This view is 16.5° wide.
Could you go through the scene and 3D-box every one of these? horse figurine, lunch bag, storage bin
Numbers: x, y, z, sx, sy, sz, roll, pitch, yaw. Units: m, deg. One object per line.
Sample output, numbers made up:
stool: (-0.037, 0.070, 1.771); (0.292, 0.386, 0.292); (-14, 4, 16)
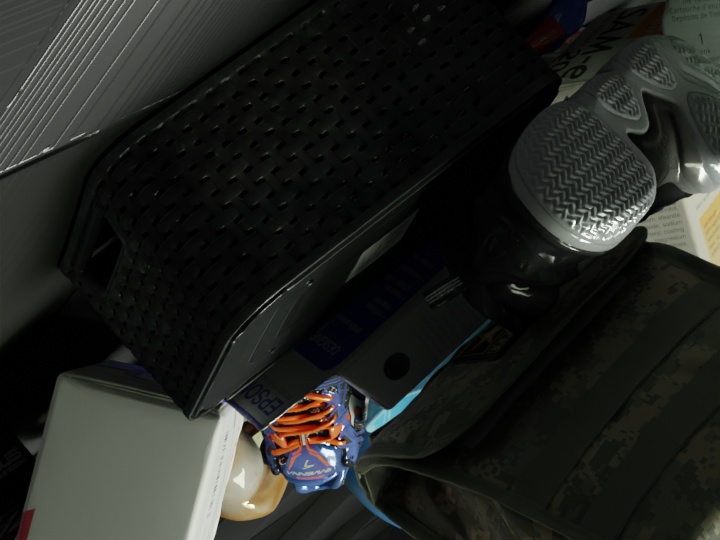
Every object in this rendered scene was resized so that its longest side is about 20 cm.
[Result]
horse figurine: (-0.076, 0.095, 1.444); (0.200, 0.050, 0.133); (51, 53, -62)
lunch bag: (0.112, 0.073, 1.119); (0.164, 0.200, 0.118); (-44, 138, -25)
storage bin: (-0.022, -0.040, 1.091); (0.200, 0.094, 0.135); (-37, 170, -25)

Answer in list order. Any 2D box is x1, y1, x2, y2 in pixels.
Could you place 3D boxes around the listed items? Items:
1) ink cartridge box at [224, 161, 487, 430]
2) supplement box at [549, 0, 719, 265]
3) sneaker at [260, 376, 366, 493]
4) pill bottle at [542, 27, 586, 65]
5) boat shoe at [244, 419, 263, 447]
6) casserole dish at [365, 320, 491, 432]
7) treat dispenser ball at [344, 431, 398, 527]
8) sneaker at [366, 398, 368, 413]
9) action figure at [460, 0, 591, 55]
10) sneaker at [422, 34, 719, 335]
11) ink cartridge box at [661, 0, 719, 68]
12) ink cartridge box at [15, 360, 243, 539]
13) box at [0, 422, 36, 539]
ink cartridge box: (0.000, 0.000, 1.244); (0.200, 0.043, 0.198); (-40, -155, -8)
supplement box: (0.164, -0.030, 1.312); (0.073, 0.201, 0.126); (-9, -161, 28)
sneaker: (-0.025, 0.076, 1.350); (0.075, 0.079, 0.200); (-3, 167, 7)
pill bottle: (0.103, -0.050, 1.403); (0.114, 0.114, 0.200); (-48, -178, 35)
boat shoe: (-0.086, 0.094, 1.599); (0.063, 0.074, 0.201); (-5, -164, 17)
casserole dish: (0.066, 0.053, 1.303); (0.121, 0.039, 0.200); (-6, 170, -10)
treat dispenser ball: (0.068, 0.095, 1.799); (0.201, 0.201, 0.201); (-41, 171, -7)
sneaker: (0.018, 0.014, 1.462); (0.200, 0.076, 0.105); (76, 35, -60)
action figure: (0.137, -0.168, 1.308); (0.200, 0.052, 0.065); (-35, 174, -13)
sneaker: (0.097, -0.037, 1.106); (0.114, 0.076, 0.200); (-41, 173, 35)
ink cartridge box: (0.196, -0.166, 1.275); (0.050, 0.201, 0.161); (-7, -170, 29)
ink cartridge box: (-0.117, 0.126, 1.238); (0.200, 0.083, 0.147); (46, 58, -89)
box: (-0.257, 0.177, 1.283); (0.160, 0.044, 0.200); (-35, 169, -38)
